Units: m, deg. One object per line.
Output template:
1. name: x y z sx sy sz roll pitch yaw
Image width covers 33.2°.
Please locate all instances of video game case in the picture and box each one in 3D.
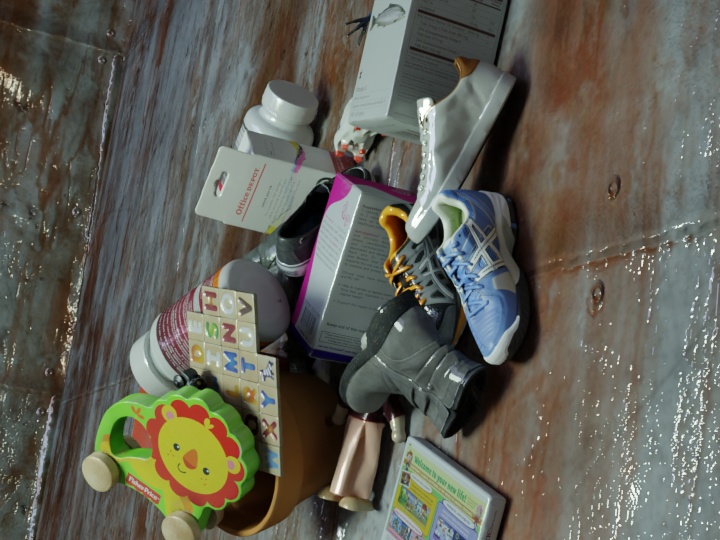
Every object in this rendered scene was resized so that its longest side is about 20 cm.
1. video game case: 0.071 0.280 1.201 0.200 0.022 0.183 -155 79 -68

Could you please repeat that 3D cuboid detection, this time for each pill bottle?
1. pill bottle: -0.189 0.078 1.487 0.200 0.109 0.110 -34 44 32
2. pill bottle: -0.136 -0.180 1.822 0.201 0.110 0.111 -64 26 28

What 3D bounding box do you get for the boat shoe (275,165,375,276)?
1. boat shoe: -0.044 -0.078 1.496 0.200 0.070 0.066 -48 -35 -35

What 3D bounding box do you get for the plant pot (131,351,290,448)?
1. plant pot: -0.174 0.190 1.629 0.176 0.199 0.201 -10 68 53

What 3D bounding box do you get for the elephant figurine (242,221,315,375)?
1. elephant figurine: -0.065 0.039 1.548 0.200 0.141 0.155 63 180 44

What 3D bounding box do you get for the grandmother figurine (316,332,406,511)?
1. grandmother figurine: 0.007 0.167 1.363 0.121 0.060 0.201 11 90 39

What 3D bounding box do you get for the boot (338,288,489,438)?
1. boot: 0.052 0.124 1.230 0.132 0.070 0.200 47 149 20

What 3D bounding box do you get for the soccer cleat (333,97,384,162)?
1. soccer cleat: 0.015 -0.204 1.539 0.200 0.069 0.078 148 134 -64

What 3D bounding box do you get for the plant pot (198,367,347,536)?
1. plant pot: -0.108 0.204 1.454 0.200 0.140 0.201 10 104 46

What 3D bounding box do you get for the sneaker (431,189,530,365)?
1. sneaker: 0.112 0.004 1.179 0.076 0.077 0.201 -52 35 43

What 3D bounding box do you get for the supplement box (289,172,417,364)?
1. supplement box: 0.000 0.000 1.415 0.101 0.103 0.201 -134 58 -65

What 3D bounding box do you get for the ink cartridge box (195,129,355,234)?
1. ink cartridge box: -0.115 -0.113 1.619 0.117 0.199 0.068 -63 26 29

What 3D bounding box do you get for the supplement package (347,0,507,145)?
1. supplement package: 0.077 -0.249 1.347 0.117 0.117 0.201 -173 96 -68

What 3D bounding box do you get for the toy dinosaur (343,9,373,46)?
1. toy dinosaur: 0.075 -0.318 1.490 0.105 0.200 0.182 12 115 32

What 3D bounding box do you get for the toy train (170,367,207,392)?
1. toy train: -0.216 0.196 1.438 0.046 0.034 0.201 41 132 23

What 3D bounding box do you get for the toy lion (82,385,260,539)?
1. toy lion: -0.212 0.208 1.384 0.069 0.199 0.192 -33 -31 -55

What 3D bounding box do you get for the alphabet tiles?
1. alphabet tiles: -0.145 0.120 1.370 0.167 0.008 0.201 7 103 48

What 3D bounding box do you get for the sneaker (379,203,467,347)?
1. sneaker: 0.063 0.011 1.293 0.078 0.077 0.201 -51 36 43

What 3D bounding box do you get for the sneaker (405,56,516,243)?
1. sneaker: 0.082 -0.129 1.265 0.201 0.084 0.073 -63 -2 1
